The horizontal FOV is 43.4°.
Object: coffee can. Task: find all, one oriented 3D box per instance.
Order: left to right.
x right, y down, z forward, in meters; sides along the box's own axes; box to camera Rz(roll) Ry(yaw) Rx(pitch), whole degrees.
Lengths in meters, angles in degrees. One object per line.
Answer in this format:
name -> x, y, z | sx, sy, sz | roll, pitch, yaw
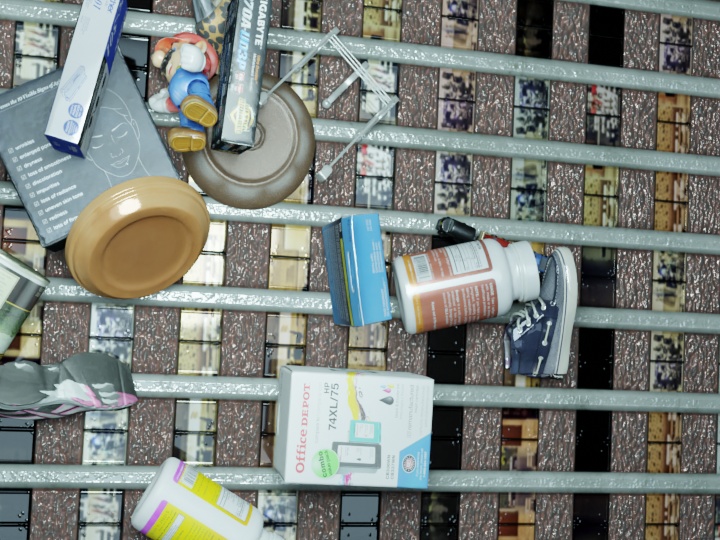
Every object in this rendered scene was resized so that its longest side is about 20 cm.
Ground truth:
coffee can -> -0.512, 0.062, 1.151 | 0.145, 0.146, 0.202 | 32, 82, -9

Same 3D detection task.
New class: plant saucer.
plant saucer -> -0.285, -0.033, 1.188 | 0.198, 0.202, 0.038 | -28, 55, -12
plant saucer -> -0.159, -0.191, 1.294 | 0.196, 0.037, 0.205 | 1, 87, -13

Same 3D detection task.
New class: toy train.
toy train -> 0.207, -0.037, 1.361 | 0.197, 0.046, 0.035 | 21, 84, -11

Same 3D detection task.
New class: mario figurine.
mario figurine -> -0.248, -0.252, 1.212 | 0.122, 0.202, 0.106 | -27, 135, 11

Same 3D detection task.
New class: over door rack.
over door rack -> -0.053, -0.235, 1.293 | 0.148, 0.066, 0.200 | 46, 59, -8

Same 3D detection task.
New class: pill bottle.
pill bottle -> -0.203, 0.348, 1.228 | 0.198, 0.104, 0.105 | 34, 81, -9
pill bottle -> 0.151, 0.018, 1.299 | 0.196, 0.112, 0.115 | -11, 90, -2

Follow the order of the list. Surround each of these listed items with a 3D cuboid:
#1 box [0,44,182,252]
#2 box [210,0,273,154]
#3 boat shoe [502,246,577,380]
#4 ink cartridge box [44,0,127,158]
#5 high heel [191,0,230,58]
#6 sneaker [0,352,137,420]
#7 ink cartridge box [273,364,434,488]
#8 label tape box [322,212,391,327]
box -> -0.367, -0.158, 1.202 | 0.197, 0.124, 0.200 | -26, 94, -13
box -> -0.158, -0.260, 1.189 | 0.045, 0.159, 0.205 | 7, 91, -15
boat shoe -> 0.263, 0.066, 1.341 | 0.091, 0.075, 0.205 | -1, 102, -9
ink cartridge box -> -0.333, -0.247, 1.106 | 0.043, 0.094, 0.204 | 15, 84, -11
high heel -> -0.149, -0.393, 1.299 | 0.196, 0.071, 0.145 | -17, 107, -18
sneaker -> -0.402, 0.162, 1.213 | 0.197, 0.086, 0.082 | 8, 57, -30
ink cartridge box -> -0.014, 0.213, 1.252 | 0.196, 0.146, 0.150 | 4, 86, -11
label tape box -> 0.000, 0.000, 1.236 | 0.065, 0.200, 0.147 | -7, 89, -13
